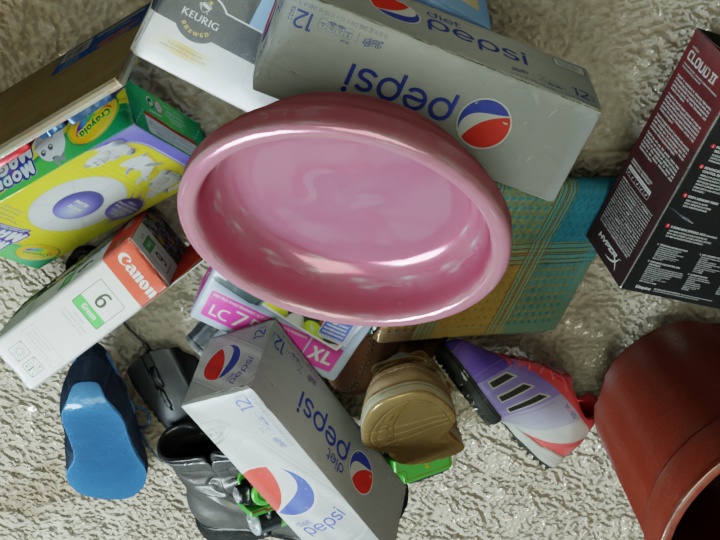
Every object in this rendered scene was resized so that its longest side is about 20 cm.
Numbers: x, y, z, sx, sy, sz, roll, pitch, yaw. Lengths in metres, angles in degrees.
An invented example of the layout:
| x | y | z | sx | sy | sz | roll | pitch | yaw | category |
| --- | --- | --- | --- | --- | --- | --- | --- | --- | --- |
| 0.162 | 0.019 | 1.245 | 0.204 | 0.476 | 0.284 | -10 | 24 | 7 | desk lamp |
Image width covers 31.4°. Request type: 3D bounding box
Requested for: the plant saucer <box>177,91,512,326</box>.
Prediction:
| x | y | z | sx | sy | sz | roll | pitch | yaw | category |
| --- | --- | --- | --- | --- | --- | --- | --- | --- | --- |
| -0.007 | -0.039 | 0.767 | 0.199 | 0.051 | 0.201 | 8 | 147 | 5 | plant saucer |

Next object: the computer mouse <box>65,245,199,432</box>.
| x | y | z | sx | sy | sz | roll | pitch | yaw | category |
| --- | --- | --- | --- | --- | --- | --- | --- | --- | --- |
| -0.183 | 0.065 | 1.064 | 0.058 | 0.034 | 0.200 | -26 | 115 | 17 | computer mouse |

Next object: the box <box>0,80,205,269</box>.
| x | y | z | sx | sy | sz | roll | pitch | yaw | category |
| --- | --- | --- | --- | --- | --- | --- | --- | --- | --- |
| -0.222 | -0.062 | 0.948 | 0.199 | 0.049 | 0.117 | -25 | 159 | 17 | box |

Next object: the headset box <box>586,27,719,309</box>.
| x | y | z | sx | sy | sz | roll | pitch | yaw | category |
| --- | --- | --- | --- | --- | --- | --- | --- | --- | --- |
| 0.279 | -0.073 | 0.927 | 0.148 | 0.077 | 0.201 | 10 | 120 | -22 | headset box |

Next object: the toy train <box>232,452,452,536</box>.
| x | y | z | sx | sy | sz | roll | pitch | yaw | category |
| --- | --- | --- | --- | --- | --- | --- | --- | --- | --- |
| -0.011 | 0.166 | 1.050 | 0.199 | 0.042 | 0.057 | -15 | 112 | -25 | toy train |

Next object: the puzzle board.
| x | y | z | sx | sy | sz | roll | pitch | yaw | category |
| --- | --- | --- | --- | --- | --- | --- | --- | --- | --- |
| -0.231 | -0.111 | 0.895 | 0.199 | 0.151 | 0.017 | -27 | 116 | 16 | puzzle board |

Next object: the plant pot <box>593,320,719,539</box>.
| x | y | z | sx | sy | sz | roll | pitch | yaw | category |
| --- | --- | --- | --- | --- | --- | --- | --- | --- | --- |
| 0.282 | 0.148 | 0.990 | 0.199 | 0.195 | 0.202 | -6 | 118 | -11 | plant pot |

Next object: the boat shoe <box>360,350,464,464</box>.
| x | y | z | sx | sy | sz | roll | pitch | yaw | category |
| --- | --- | --- | --- | --- | --- | --- | --- | --- | --- |
| 0.034 | 0.096 | 0.963 | 0.073 | 0.070 | 0.200 | -15 | 160 | 3 | boat shoe |

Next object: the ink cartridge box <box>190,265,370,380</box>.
| x | y | z | sx | sy | sz | roll | pitch | yaw | category |
| --- | --- | --- | --- | --- | --- | --- | --- | --- | --- |
| -0.028 | -0.016 | 0.874 | 0.119 | 0.042 | 0.200 | 25 | 129 | -10 | ink cartridge box |

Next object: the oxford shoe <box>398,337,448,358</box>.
| x | y | z | sx | sy | sz | roll | pitch | yaw | category |
| --- | --- | --- | --- | --- | --- | --- | --- | --- | --- |
| 0.047 | 0.034 | 1.019 | 0.071 | 0.071 | 0.201 | 19 | 120 | -11 | oxford shoe |

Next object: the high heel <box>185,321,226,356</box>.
| x | y | z | sx | sy | sz | roll | pitch | yaw | category |
| --- | --- | --- | --- | --- | --- | --- | --- | --- | --- |
| -0.028 | 0.057 | 1.047 | 0.143 | 0.071 | 0.200 | -47 | 124 | 2 | high heel |

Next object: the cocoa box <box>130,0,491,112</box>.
| x | y | z | sx | sy | sz | roll | pitch | yaw | category |
| --- | --- | --- | --- | --- | --- | --- | --- | --- | --- |
| -0.029 | -0.176 | 0.861 | 0.199 | 0.134 | 0.132 | 26 | 117 | -13 | cocoa box |

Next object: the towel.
| x | y | z | sx | sy | sz | roll | pitch | yaw | category |
| --- | --- | --- | --- | --- | --- | --- | --- | --- | --- |
| 0.107 | -0.010 | 0.953 | 0.199 | 0.022 | 0.147 | -1 | 128 | -42 | towel |

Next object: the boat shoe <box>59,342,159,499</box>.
| x | y | z | sx | sy | sz | roll | pitch | yaw | category |
| --- | --- | --- | --- | --- | --- | --- | --- | --- | --- |
| -0.208 | 0.129 | 1.074 | 0.084 | 0.069 | 0.200 | 3 | 146 | -11 | boat shoe |

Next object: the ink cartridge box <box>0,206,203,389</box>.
| x | y | z | sx | sy | sz | roll | pitch | yaw | category |
| --- | --- | --- | --- | --- | --- | --- | --- | --- | --- |
| -0.178 | -0.001 | 0.970 | 0.200 | 0.109 | 0.050 | -37 | 103 | 9 | ink cartridge box |

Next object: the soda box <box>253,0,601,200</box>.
| x | y | z | sx | sy | sz | roll | pitch | yaw | category |
| --- | --- | --- | --- | --- | --- | --- | --- | --- | --- |
| 0.039 | -0.115 | 0.772 | 0.199 | 0.064 | 0.068 | 19 | 120 | -12 | soda box |

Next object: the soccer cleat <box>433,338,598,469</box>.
| x | y | z | sx | sy | sz | roll | pitch | yaw | category |
| --- | --- | --- | --- | --- | --- | --- | --- | --- | --- |
| 0.129 | 0.094 | 1.030 | 0.073 | 0.068 | 0.200 | -42 | 136 | 7 | soccer cleat |

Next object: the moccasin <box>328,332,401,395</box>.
| x | y | z | sx | sy | sz | roll | pitch | yaw | category |
| --- | --- | --- | --- | --- | --- | --- | --- | --- | --- |
| 0.001 | 0.001 | 0.975 | 0.077 | 0.074 | 0.202 | -6 | 120 | -39 | moccasin |

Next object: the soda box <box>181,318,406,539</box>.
| x | y | z | sx | sy | sz | roll | pitch | yaw | category |
| --- | --- | --- | --- | --- | --- | --- | --- | --- | --- |
| -0.043 | 0.131 | 0.940 | 0.063 | 0.068 | 0.200 | -16 | 127 | 28 | soda box |

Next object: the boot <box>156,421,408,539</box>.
| x | y | z | sx | sy | sz | roll | pitch | yaw | category |
| --- | --- | --- | --- | --- | --- | --- | --- | --- | --- |
| -0.064 | 0.176 | 1.085 | 0.199 | 0.070 | 0.132 | -9 | 136 | 5 | boot |
